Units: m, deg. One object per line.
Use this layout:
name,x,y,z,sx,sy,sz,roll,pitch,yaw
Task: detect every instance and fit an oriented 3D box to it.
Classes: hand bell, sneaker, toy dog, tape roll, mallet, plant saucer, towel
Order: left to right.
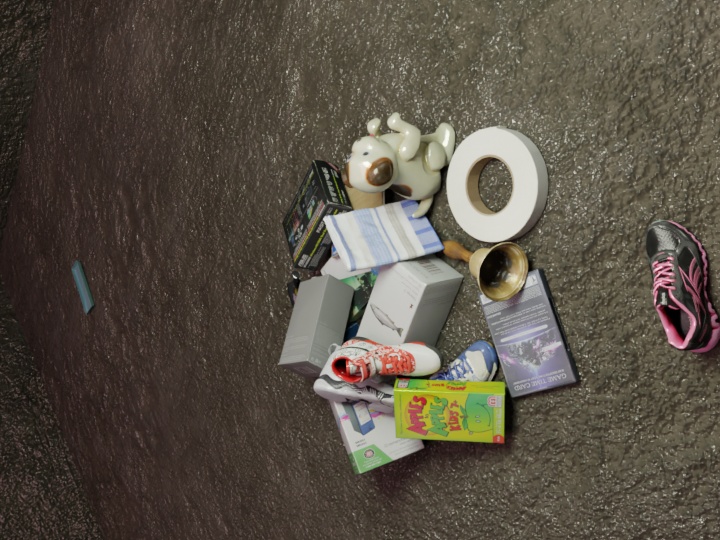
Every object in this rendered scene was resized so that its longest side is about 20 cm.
plant saucer,-1.053,0.063,2.744,0.070,0.019,0.201,-42,67,43
mallet,-0.149,0.027,1.665,0.200,0.041,0.066,94,159,-67
sneaker,0.015,0.207,1.427,0.199,0.075,0.115,9,62,11
towel,0.042,-0.071,1.377,0.024,0.199,0.147,95,157,-48
sneaker,0.044,0.174,1.327,0.201,0.108,0.068,6,111,25
toy dog,0.056,-0.197,1.353,0.139,0.199,0.195,17,108,45
sneaker,0.179,0.210,1.365,0.075,0.088,0.200,57,131,27
hand bell,0.200,-0.022,1.312,0.200,0.104,0.105,31,119,60
tape roll,0.239,-0.152,1.281,0.202,0.037,0.204,10,104,47
sneaker,0.450,0.023,1.035,0.079,0.095,0.201,-26,75,48

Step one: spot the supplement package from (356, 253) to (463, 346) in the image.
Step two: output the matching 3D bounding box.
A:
supplement package,0.094,0.072,1.414,0.117,0.117,0.201,39,123,34

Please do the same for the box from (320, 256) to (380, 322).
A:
box,0.000,0.000,1.567,0.200,0.036,0.145,-49,60,41

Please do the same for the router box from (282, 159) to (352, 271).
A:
router box,-0.100,-0.121,1.607,0.200,0.062,0.150,-58,35,36

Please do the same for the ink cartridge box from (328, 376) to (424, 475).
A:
ink cartridge box,0.025,0.300,1.492,0.088,0.145,0.201,105,145,-71

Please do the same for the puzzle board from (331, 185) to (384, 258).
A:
puzzle board,-0.006,-0.125,1.529,0.200,0.017,0.151,-29,58,52

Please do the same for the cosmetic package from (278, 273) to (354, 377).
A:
cosmetic package,-0.092,0.118,1.536,0.107,0.090,0.201,-13,52,48

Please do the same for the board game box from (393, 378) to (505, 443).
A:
board game box,0.164,0.257,1.326,0.199,0.048,0.102,0,110,11

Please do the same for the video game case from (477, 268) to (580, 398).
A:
video game case,0.293,0.113,1.276,0.143,0.019,0.201,-27,77,46

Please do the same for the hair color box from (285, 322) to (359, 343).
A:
hair color box,-0.074,0.175,1.640,0.200,0.060,0.100,-6,108,47
